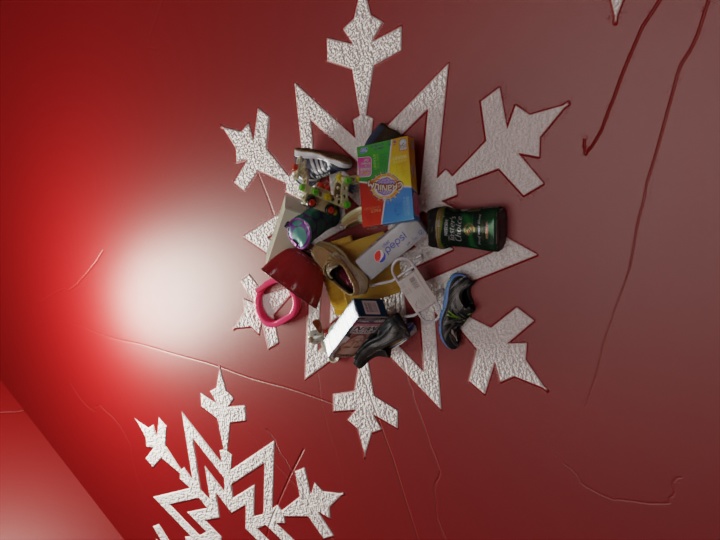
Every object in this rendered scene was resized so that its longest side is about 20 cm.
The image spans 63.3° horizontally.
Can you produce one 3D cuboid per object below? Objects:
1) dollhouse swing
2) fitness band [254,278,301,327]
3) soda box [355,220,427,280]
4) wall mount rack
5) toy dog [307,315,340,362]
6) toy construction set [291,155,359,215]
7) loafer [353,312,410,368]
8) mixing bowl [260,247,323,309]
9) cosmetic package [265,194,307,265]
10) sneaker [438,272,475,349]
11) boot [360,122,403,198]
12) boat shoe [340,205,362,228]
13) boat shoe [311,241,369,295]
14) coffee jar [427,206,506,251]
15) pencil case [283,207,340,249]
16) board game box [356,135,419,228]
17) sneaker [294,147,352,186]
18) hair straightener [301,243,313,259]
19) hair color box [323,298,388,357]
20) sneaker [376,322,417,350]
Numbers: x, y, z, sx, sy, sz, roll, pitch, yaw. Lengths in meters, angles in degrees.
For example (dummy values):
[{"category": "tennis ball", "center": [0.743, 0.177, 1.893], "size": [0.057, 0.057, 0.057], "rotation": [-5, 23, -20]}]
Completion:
[{"category": "dollhouse swing", "center": [0.000, 0.000, 1.653], "size": [0.181, 0.171, 0.207], "rotation": [-9, 98, 68]}, {"category": "fitness band", "center": [-0.270, 0.100, 1.878], "size": [0.197, 0.037, 0.147], "rotation": [-29, 88, 36]}, {"category": "soda box", "center": [0.081, -0.066, 1.527], "size": [0.198, 0.064, 0.069], "rotation": [-40, 96, 15]}, {"category": "wall mount rack", "center": [0.123, 0.056, 1.537], "size": [0.171, 0.075, 0.203], "rotation": [-31, 106, 14]}, {"category": "toy dog", "center": [-0.089, 0.193, 1.740], "size": [0.133, 0.095, 0.200], "rotation": [52, 123, 12]}, {"category": "toy construction set", "center": [-0.096, -0.224, 1.561], "size": [0.092, 0.194, 0.136], "rotation": [-158, 87, -72]}, {"category": "loafer", "center": [0.054, 0.206, 1.570], "size": [0.073, 0.072, 0.201], "rotation": [50, 119, 17]}, {"category": "mixing bowl", "center": [-0.176, 0.008, 1.664], "size": [0.197, 0.200, 0.110], "rotation": [34, 87, 22]}, {"category": "cosmetic package", "center": [-0.221, -0.108, 1.742], "size": [0.069, 0.106, 0.205], "rotation": [16, 118, -15]}, {"category": "sneaker", "center": [0.252, 0.111, 1.506], "size": [0.081, 0.070, 0.207], "rotation": [16, 108, 33]}, {"category": "boot", "center": [0.042, -0.289, 1.556], "size": [0.097, 0.074, 0.202], "rotation": [47, 113, 25]}, {"category": "boat shoe", "center": [0.031, -0.148, 1.581], "size": [0.196, 0.073, 0.069], "rotation": [-23, 86, 35]}, {"category": "boat shoe", "center": [-0.063, -0.006, 1.533], "size": [0.198, 0.066, 0.076], "rotation": [37, 120, 24]}, {"category": "coffee jar", "center": [0.257, -0.104, 1.442], "size": [0.194, 0.084, 0.109], "rotation": [4, 104, 33]}, {"category": "pencil case", "center": [-0.128, -0.133, 1.623], "size": [0.086, 0.200, 0.092], "rotation": [48, 124, 0]}, {"category": "board game box", "center": [0.069, -0.220, 1.475], "size": [0.148, 0.040, 0.208], "rotation": [-6, 87, 29]}, {"category": "sneaker", "center": [-0.108, -0.277, 1.653], "size": [0.195, 0.069, 0.113], "rotation": [18, 112, 31]}, {"category": "hair straightener", "center": [-0.119, -0.021, 1.744], "size": [0.196, 0.041, 0.079], "rotation": [27, 106, 20]}, {"category": "hair color box", "center": [-0.015, 0.159, 1.584], "size": [0.201, 0.097, 0.062], "rotation": [-55, 44, 41]}, {"category": "sneaker", "center": [0.053, 0.166, 1.648], "size": [0.196, 0.080, 0.118], "rotation": [-25, 90, 37]}]
